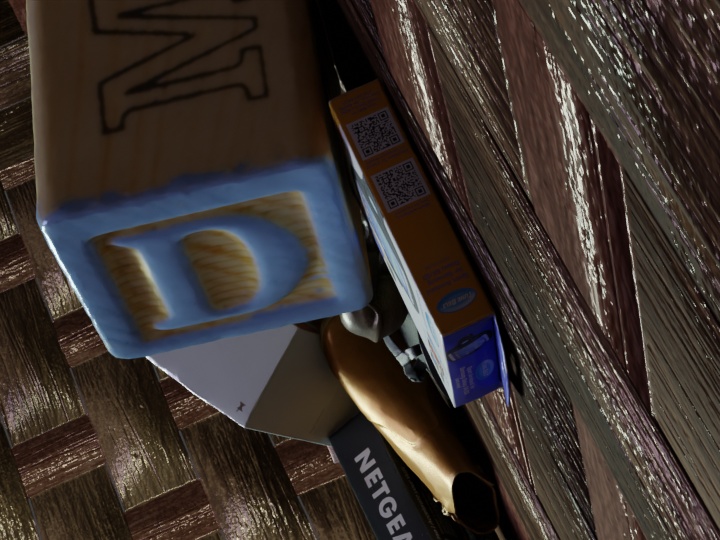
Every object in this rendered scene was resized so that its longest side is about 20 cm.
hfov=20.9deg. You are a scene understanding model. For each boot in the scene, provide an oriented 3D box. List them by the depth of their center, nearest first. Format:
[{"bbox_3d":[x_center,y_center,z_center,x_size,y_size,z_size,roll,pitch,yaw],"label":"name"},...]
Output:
[{"bbox_3d":[0.049,0.124,1.621,0.202,0.071,0.144,54,178,-38],"label":"boot"}]

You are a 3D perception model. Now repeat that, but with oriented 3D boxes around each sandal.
[{"bbox_3d":[0.042,0.060,1.538,0.200,0.043,0.077,-135,22,-80],"label":"sandal"}]

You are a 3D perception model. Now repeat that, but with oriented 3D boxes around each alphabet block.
[{"bbox_3d":[-0.109,-0.084,1.336,0.196,0.195,0.201,75,-175,-58],"label":"alphabet block"}]

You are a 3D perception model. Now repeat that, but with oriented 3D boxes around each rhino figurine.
[{"bbox_3d":[0.000,0.000,1.528,0.200,0.059,0.088,-124,27,-78],"label":"rhino figurine"}]

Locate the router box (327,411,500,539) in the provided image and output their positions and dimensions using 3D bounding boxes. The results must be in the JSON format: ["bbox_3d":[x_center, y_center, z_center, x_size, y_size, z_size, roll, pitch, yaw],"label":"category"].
[{"bbox_3d":[0.065,0.226,1.702,0.149,0.051,0.201,30,-155,-50],"label":"router box"}]

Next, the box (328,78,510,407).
[{"bbox_3d":[0.040,-0.006,1.217,0.119,0.041,0.201,75,173,-64],"label":"box"}]

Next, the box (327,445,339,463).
[{"bbox_3d":[-0.017,0.069,1.886,0.096,0.099,0.201,-96,-15,-68],"label":"box"}]

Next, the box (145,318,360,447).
[{"bbox_3d":[-0.073,0.077,1.705,0.124,0.098,0.200,32,-175,28],"label":"box"}]
